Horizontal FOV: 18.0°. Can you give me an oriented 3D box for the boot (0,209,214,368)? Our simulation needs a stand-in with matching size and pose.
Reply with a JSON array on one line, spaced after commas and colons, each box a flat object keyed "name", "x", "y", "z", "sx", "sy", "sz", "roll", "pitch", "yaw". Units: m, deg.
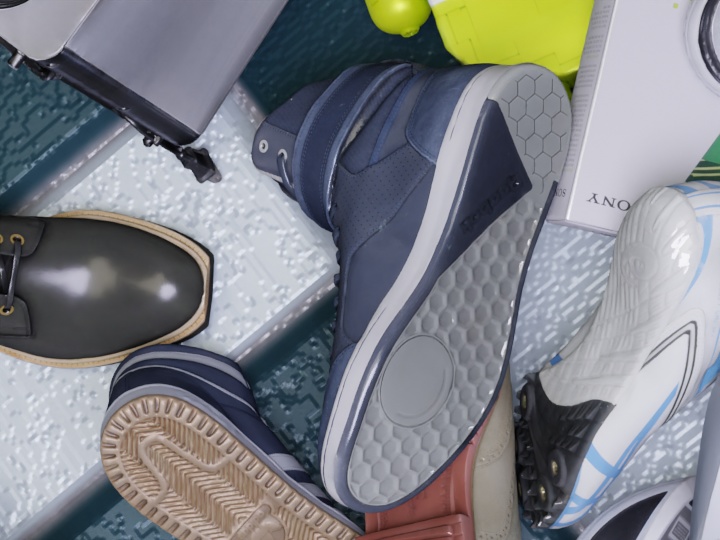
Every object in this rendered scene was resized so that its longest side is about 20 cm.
[{"name": "boot", "x": -0.179, "y": 0.004, "z": 1.045, "sx": 0.199, "sy": 0.138, "sz": 0.078, "roll": 1, "pitch": 86, "yaw": 12}]

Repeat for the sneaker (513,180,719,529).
[{"name": "sneaker", "x": 0.121, "y": 0.044, "z": 0.976, "sx": 0.072, "sy": 0.200, "sz": 0.072, "roll": 6, "pitch": 44, "yaw": -23}]

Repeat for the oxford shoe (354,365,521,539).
[{"name": "oxford shoe", "x": 0.038, "y": 0.092, "z": 1.015, "sx": 0.071, "sy": 0.074, "sz": 0.201, "roll": -8, "pitch": 56, "yaw": 27}]

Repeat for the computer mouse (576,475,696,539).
[{"name": "computer mouse", "x": 0.092, "y": 0.173, "z": 1.002, "sx": 0.044, "sy": 0.110, "sz": 0.200, "roll": 26, "pitch": 80, "yaw": 33}]

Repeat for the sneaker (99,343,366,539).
[{"name": "sneaker", "x": -0.043, "y": 0.113, "z": 1.049, "sx": 0.070, "sy": 0.109, "sz": 0.200, "roll": -41, "pitch": 108, "yaw": 5}]

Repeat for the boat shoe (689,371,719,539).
[{"name": "boat shoe", "x": 0.171, "y": 0.117, "z": 0.946, "sx": 0.068, "sy": 0.074, "sz": 0.200, "roll": 5, "pitch": 126, "yaw": 7}]

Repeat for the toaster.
[{"name": "toaster", "x": -0.134, "y": -0.153, "z": 1.030, "sx": 0.181, "sy": 0.200, "sz": 0.119, "roll": 38, "pitch": 92, "yaw": 21}]

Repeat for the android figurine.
[{"name": "android figurine", "x": 0.081, "y": -0.167, "z": 1.046, "sx": 0.181, "sy": 0.041, "sz": 0.201, "roll": -24, "pitch": 80, "yaw": 10}]

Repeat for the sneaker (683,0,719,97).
[{"name": "sneaker", "x": 0.233, "y": -0.136, "z": 0.930, "sx": 0.200, "sy": 0.115, "sz": 0.075, "roll": -34, "pitch": 99, "yaw": -9}]

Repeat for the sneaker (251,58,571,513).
[{"name": "sneaker", "x": 0.001, "y": 0.000, "z": 1.005, "sx": 0.146, "sy": 0.077, "sz": 0.203, "roll": 12, "pitch": 77, "yaw": 47}]

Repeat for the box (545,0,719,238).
[{"name": "box", "x": 0.172, "y": -0.101, "z": 0.995, "sx": 0.144, "sy": 0.036, "sz": 0.201, "roll": 13, "pitch": 91, "yaw": -12}]
